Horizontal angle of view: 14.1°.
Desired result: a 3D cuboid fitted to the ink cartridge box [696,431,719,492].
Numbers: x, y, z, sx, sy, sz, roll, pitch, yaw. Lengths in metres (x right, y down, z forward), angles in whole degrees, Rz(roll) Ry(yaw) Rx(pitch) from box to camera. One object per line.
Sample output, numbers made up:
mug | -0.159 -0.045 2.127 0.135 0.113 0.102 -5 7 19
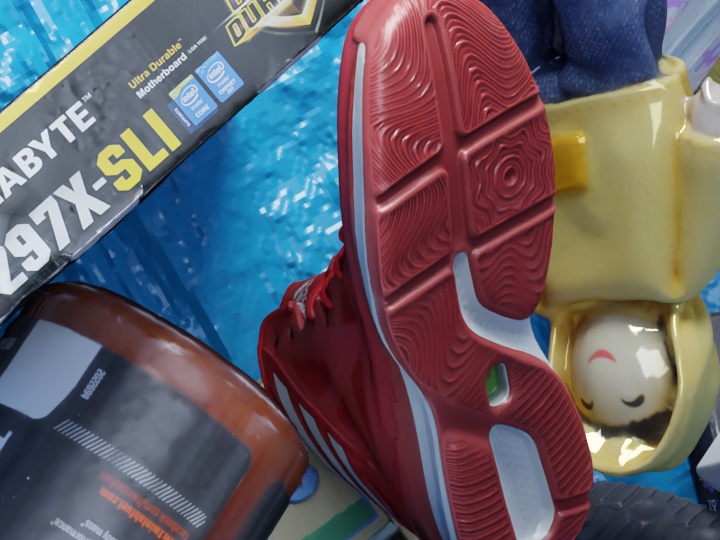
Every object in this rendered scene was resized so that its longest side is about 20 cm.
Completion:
ink cartridge box | 0.232 0.018 0.976 0.125 0.129 0.200 37 74 -7

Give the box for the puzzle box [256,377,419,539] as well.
puzzle box | -0.063 0.139 0.965 0.200 0.025 0.133 -37 92 -17

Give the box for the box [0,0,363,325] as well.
box | -0.085 -0.039 0.896 0.160 0.200 0.049 -41 95 -17

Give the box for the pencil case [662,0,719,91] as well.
pencil case | 0.087 -0.087 0.969 0.091 0.083 0.200 47 109 29

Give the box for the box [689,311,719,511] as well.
box | 0.217 0.069 1.049 0.199 0.036 0.144 -10 83 -18

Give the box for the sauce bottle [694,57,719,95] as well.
sauce bottle | 0.116 -0.114 1.036 0.065 0.065 0.200 -35 90 -18

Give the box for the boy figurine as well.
boy figurine | 0.066 -0.029 0.906 0.124 0.064 0.201 -3 110 25

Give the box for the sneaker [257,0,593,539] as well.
sneaker | 0.000 0.000 0.888 0.078 0.115 0.201 -28 122 -35

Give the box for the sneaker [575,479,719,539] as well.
sneaker | 0.132 0.141 0.973 0.200 0.082 0.070 28 41 32

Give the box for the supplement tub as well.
supplement tub | -0.108 0.110 0.889 0.107 0.107 0.200 35 73 -8
